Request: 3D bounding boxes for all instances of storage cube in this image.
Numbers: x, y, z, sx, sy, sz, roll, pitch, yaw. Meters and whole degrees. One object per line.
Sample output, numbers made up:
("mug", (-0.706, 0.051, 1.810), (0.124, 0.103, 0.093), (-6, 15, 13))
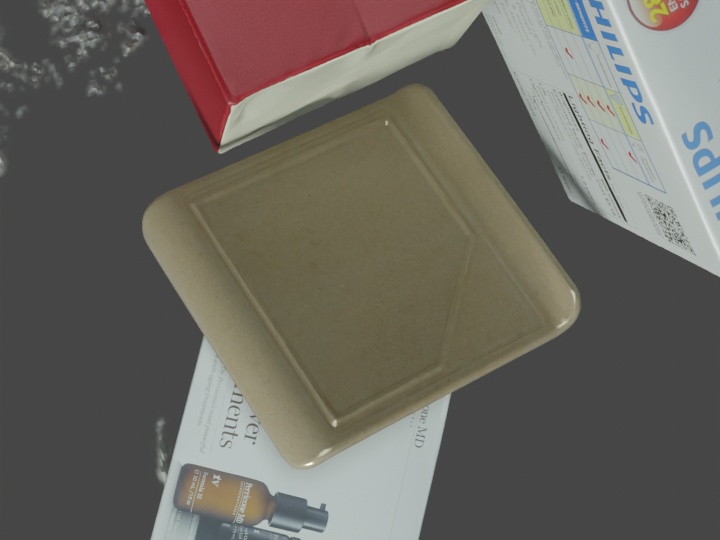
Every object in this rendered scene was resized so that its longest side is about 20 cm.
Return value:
("storage cube", (-0.042, -0.191, 0.944), (0.170, 0.200, 0.180), (-25, 90, -9))

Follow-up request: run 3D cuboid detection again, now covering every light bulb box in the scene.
("light bulb box", (0.169, -0.125, 0.915), (0.125, 0.200, 0.199), (-32, 113, -9))

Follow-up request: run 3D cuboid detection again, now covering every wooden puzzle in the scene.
("wooden puzzle", (0.000, 0.000, 0.968), (0.200, 0.037, 0.185), (-27, 69, -20))

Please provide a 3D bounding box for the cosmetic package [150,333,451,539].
("cosmetic package", (-0.039, 0.134, 0.965), (0.150, 0.052, 0.201), (14, 80, -5))
